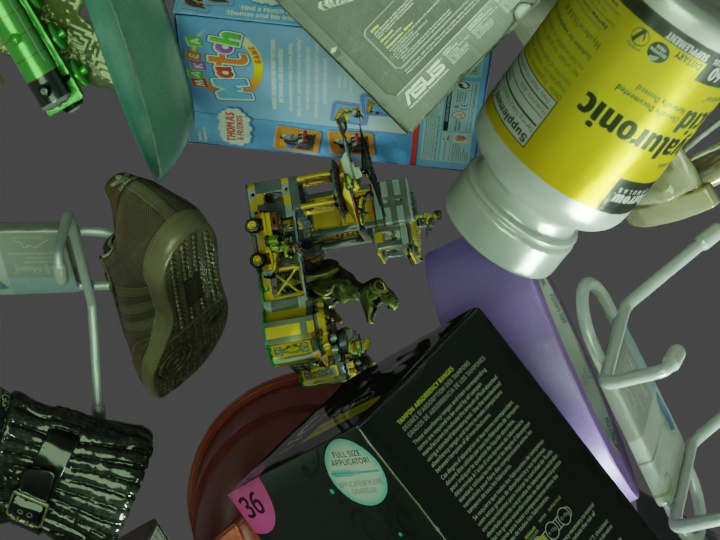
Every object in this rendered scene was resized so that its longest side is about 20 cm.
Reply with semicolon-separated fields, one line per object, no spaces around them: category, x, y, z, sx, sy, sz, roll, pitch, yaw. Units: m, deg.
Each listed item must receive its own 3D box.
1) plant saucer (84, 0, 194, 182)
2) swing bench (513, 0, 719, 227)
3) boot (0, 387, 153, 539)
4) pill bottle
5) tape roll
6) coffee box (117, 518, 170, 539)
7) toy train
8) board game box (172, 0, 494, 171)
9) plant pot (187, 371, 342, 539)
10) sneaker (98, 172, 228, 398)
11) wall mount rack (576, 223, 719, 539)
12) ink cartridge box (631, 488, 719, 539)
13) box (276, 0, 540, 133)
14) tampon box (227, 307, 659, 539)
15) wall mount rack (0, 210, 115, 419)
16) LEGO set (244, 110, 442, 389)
plant saucer;-0.145;-0.156;1.177;0.036;0.200;0.201;-20;103;-10
swing bench;0.203;-0.156;1.185;0.199;0.130;0.199;-32;101;11
boot;-0.251;0.169;1.315;0.157;0.080;0.211;22;126;-19
pill bottle;0.137;-0.094;1.096;0.111;0.111;0.200;33;118;-5
tape roll;0.112;0.067;1.210;0.065;0.200;0.201;-25;102;10
coffee box;-0.184;0.263;1.276;0.114;0.200;0.080;-30;100;9
toy train;-0.244;-0.191;1.239;0.042;0.056;0.201;-28;101;10
board game box;-0.017;-0.125;1.204;0.198;0.152;0.037;5;62;1
plant pot;-0.033;0.192;1.253;0.199;0.195;0.202;1;104;4
sneaker;-0.136;0.007;1.251;0.070;0.200;0.076;-36;67;-28
wall mount rack;0.216;0.071;1.218;0.074;0.174;0.201;-17;113;27
ink cartridge box;0.221;0.219;1.243;0.099;0.200;0.039;30;107;-6
box;0.043;-0.206;1.093;0.158;0.048;0.200;44;99;-4
tampon box;0.053;0.154;1.081;0.200;0.126;0.150;52;140;-4
wall mount rack;-0.247;0.034;1.292;0.198;0.075;0.174;-1;137;4
LEGO set;0.000;0.000;1.210;0.115;0.200;0.155;-10;72;5
